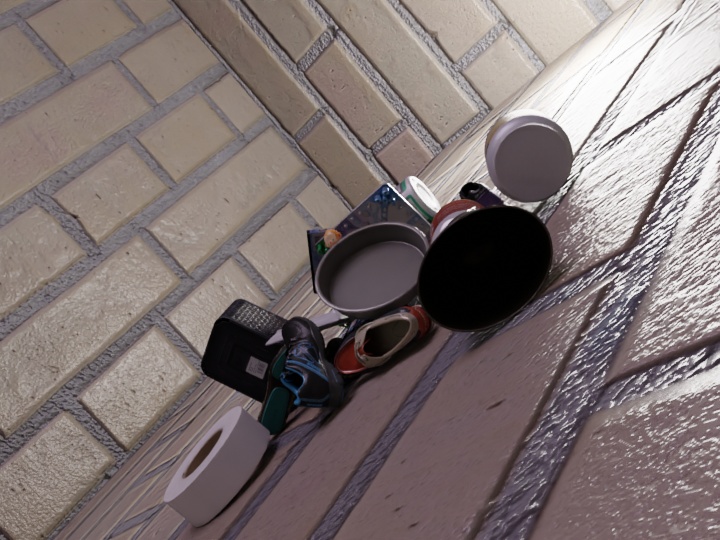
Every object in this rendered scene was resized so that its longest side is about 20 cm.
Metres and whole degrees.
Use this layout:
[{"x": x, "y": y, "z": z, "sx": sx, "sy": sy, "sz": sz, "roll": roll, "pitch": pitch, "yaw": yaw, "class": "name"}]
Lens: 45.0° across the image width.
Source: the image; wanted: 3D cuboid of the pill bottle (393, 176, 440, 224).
[{"x": 0.072, "y": -0.103, "z": 1.909, "sx": 0.199, "sy": 0.113, "sz": 0.113, "roll": -40, "pitch": 7, "yaw": 21, "class": "pill bottle"}]

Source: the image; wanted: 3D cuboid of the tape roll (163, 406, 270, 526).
[{"x": -0.244, "y": 0.332, "z": 1.479, "sx": 0.203, "sy": 0.071, "sz": 0.203, "roll": -47, "pitch": 11, "yaw": 12, "class": "tape roll"}]

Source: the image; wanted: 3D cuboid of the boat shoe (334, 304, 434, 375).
[{"x": 0.025, "y": 0.112, "z": 1.340, "sx": 0.199, "sy": 0.072, "sz": 0.062, "roll": -32, "pitch": -7, "yaw": 35, "class": "boat shoe"}]

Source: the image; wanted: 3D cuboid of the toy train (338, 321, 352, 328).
[{"x": -0.019, "y": 0.091, "z": 1.834, "sx": 0.042, "sy": 0.056, "sz": 0.200, "roll": -56, "pitch": 5, "yaw": 8, "class": "toy train"}]

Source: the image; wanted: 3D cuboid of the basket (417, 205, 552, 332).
[{"x": 0.158, "y": -0.016, "z": 1.152, "sx": 0.180, "sy": 0.137, "sz": 0.200, "roll": -38, "pitch": 3, "yaw": 9, "class": "basket"}]

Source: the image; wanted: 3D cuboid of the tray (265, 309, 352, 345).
[{"x": -0.072, "y": 0.093, "z": 1.527, "sx": 0.199, "sy": 0.022, "sz": 0.107, "roll": -21, "pitch": -6, "yaw": 42, "class": "tray"}]

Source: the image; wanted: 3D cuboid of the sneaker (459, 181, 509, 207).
[{"x": 0.228, "y": -0.137, "z": 1.676, "sx": 0.076, "sy": 0.088, "sz": 0.200, "roll": -43, "pitch": 6, "yaw": -4, "class": "sneaker"}]

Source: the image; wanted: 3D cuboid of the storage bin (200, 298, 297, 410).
[{"x": -0.187, "y": 0.162, "z": 1.652, "sx": 0.094, "sy": 0.198, "sz": 0.136, "roll": -54, "pitch": -11, "yaw": -65, "class": "storage bin"}]

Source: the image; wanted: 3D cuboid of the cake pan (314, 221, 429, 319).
[{"x": 0.023, "y": 0.003, "z": 1.416, "sx": 0.198, "sy": 0.037, "sz": 0.202, "roll": -14, "pitch": 42, "yaw": 13, "class": "cake pan"}]

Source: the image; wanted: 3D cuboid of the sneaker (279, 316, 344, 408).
[{"x": -0.096, "y": 0.144, "z": 1.405, "sx": 0.200, "sy": 0.081, "sz": 0.074, "roll": 53, "pitch": 139, "yaw": 48, "class": "sneaker"}]

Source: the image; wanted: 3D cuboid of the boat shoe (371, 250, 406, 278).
[{"x": 0.106, "y": -0.001, "z": 1.496, "sx": 0.198, "sy": 0.073, "sz": 0.068, "roll": -21, "pitch": -12, "yaw": -20, "class": "boat shoe"}]

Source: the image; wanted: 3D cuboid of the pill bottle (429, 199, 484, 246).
[{"x": 0.164, "y": -0.044, "z": 1.355, "sx": 0.112, "sy": 0.112, "sz": 0.200, "roll": -41, "pitch": 6, "yaw": 11, "class": "pill bottle"}]

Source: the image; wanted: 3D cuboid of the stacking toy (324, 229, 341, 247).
[{"x": 0.000, "y": 0.000, "z": 1.668, "sx": 0.116, "sy": 0.200, "sz": 0.110, "roll": -36, "pitch": 9, "yaw": 36, "class": "stacking toy"}]

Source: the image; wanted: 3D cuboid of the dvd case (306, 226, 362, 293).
[{"x": -0.004, "y": -0.024, "z": 1.746, "sx": 0.197, "sy": 0.144, "sz": 0.018, "roll": -5, "pitch": 32, "yaw": 0, "class": "dvd case"}]

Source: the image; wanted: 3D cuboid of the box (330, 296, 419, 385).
[{"x": 0.033, "y": 0.099, "z": 1.510, "sx": 0.159, "sy": 0.046, "sz": 0.200, "roll": -40, "pitch": 7, "yaw": 19, "class": "box"}]

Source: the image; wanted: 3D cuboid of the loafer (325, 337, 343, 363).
[{"x": -0.060, "y": 0.183, "z": 1.515, "sx": 0.063, "sy": 0.071, "sz": 0.200, "roll": -65, "pitch": -9, "yaw": 23, "class": "loafer"}]

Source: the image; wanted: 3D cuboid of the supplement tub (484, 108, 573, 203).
[{"x": 0.283, "y": -0.195, "z": 1.473, "sx": 0.144, "sy": 0.145, "sz": 0.200, "roll": -40, "pitch": 6, "yaw": 14, "class": "supplement tub"}]

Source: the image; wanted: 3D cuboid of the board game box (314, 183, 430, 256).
[{"x": 0.045, "y": -0.042, "z": 1.710, "sx": 0.200, "sy": 0.200, "sz": 0.026, "roll": -40, "pitch": 25, "yaw": 20, "class": "board game box"}]

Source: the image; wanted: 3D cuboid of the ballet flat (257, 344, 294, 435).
[{"x": -0.137, "y": 0.195, "z": 1.553, "sx": 0.075, "sy": 0.067, "sz": 0.202, "roll": -110, "pitch": 40, "yaw": -71, "class": "ballet flat"}]
